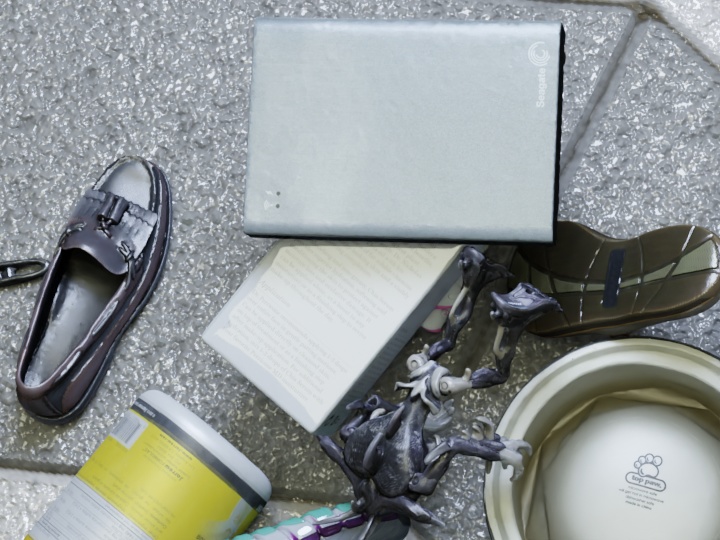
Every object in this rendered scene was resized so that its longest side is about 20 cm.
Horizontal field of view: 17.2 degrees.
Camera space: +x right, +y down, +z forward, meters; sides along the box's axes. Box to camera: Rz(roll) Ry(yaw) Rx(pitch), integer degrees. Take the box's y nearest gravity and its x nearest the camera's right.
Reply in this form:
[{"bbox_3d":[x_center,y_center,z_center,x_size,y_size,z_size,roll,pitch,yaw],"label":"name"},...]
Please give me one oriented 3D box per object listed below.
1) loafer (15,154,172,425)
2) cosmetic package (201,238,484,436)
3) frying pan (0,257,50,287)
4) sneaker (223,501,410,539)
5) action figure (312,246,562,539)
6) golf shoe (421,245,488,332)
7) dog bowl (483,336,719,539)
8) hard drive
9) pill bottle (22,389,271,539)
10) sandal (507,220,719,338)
[{"bbox_3d":[-0.185,0.008,1.650,0.071,0.063,0.201,18,77,13],"label":"loafer"},{"bbox_3d":[0.000,0.000,1.558,0.101,0.071,0.200,40,92,11],"label":"cosmetic package"},{"bbox_3d":[-0.323,0.027,1.686,0.189,0.031,0.116,10,76,14],"label":"frying pan"},{"bbox_3d":[-0.052,0.207,1.516,0.199,0.074,0.088,-13,78,-24],"label":"sneaker"},{"bbox_3d":[0.053,0.092,1.505,0.119,0.102,0.201,34,94,42],"label":"action figure"},{"bbox_3d":[0.057,-0.013,1.623,0.199,0.075,0.092,-33,79,6],"label":"golf shoe"},{"bbox_3d":[0.181,0.149,1.548,0.198,0.074,0.202,-3,72,8],"label":"dog bowl"},{"bbox_3d":[0.028,-0.088,1.510,0.198,0.033,0.141,2,83,10],"label":"hard drive"},{"bbox_3d":[-0.158,0.186,1.566,0.112,0.112,0.200,36,82,17],"label":"pill bottle"},{"bbox_3d":[0.172,0.008,1.565,0.199,0.054,0.082,-7,63,48],"label":"sandal"}]
